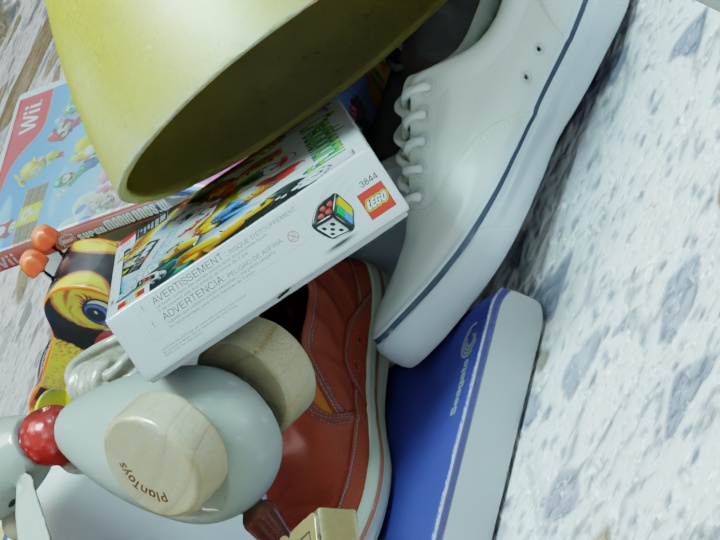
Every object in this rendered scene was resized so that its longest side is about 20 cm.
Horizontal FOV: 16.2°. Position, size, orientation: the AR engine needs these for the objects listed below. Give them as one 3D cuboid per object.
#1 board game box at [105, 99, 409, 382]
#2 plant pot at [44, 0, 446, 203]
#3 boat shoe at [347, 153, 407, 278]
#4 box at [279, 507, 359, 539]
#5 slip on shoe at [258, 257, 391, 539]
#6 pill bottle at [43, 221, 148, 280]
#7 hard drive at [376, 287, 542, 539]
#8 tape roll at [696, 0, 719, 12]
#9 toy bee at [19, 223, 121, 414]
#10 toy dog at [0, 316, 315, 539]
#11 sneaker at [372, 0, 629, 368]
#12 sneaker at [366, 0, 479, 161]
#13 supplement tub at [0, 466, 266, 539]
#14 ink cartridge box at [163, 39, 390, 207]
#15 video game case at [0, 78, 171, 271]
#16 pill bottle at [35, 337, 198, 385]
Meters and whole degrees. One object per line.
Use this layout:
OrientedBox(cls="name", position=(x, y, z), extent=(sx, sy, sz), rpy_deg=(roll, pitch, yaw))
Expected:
OrientedBox(cls="board game box", position=(-0.047, -0.017, 1.090), extent=(0.126, 0.035, 0.200), rpy_deg=(-33, 10, 1))
OrientedBox(cls="plant pot", position=(-0.064, -0.145, 1.114), extent=(0.200, 0.142, 0.200), rpy_deg=(-35, -8, -5))
OrientedBox(cls="boat shoe", position=(0.000, 0.000, 1.226), extent=(0.200, 0.072, 0.068), rpy_deg=(-57, 14, 39))
OrientedBox(cls="box", position=(-0.032, 0.215, 0.998), extent=(0.164, 0.021, 0.200), rpy_deg=(132, 138, -54))
OrientedBox(cls="slip on shoe", position=(-0.024, 0.071, 1.111), extent=(0.074, 0.061, 0.200), rpy_deg=(-48, 29, 43))
OrientedBox(cls="pill bottle", position=(-0.120, -0.078, 1.556), extent=(0.200, 0.113, 0.113), rpy_deg=(-58, 11, -26))
OrientedBox(cls="hard drive", position=(0.012, 0.099, 1.119), extent=(0.200, 0.025, 0.132), rpy_deg=(-39, 31, 59))
OrientedBox(cls="tape roll", position=(0.180, -0.187, 0.953), extent=(0.203, 0.037, 0.203), rpy_deg=(-56, 19, 31))
OrientedBox(cls="toy bee", position=(-0.127, 0.021, 1.276), extent=(0.200, 0.109, 0.131), rpy_deg=(-55, 12, 25))
OrientedBox(cls="toy dog", position=(-0.091, 0.091, 1.073), extent=(0.132, 0.096, 0.200), rpy_deg=(-32, 11, -25))
OrientedBox(cls="sneaker", position=(0.044, -0.056, 1.114), extent=(0.200, 0.071, 0.073), rpy_deg=(-63, 10, -12))
OrientedBox(cls="sneaker", position=(0.037, -0.138, 1.263), extent=(0.200, 0.082, 0.077), rpy_deg=(-63, 16, 15))
OrientedBox(cls="supplement tub", position=(-0.131, 0.172, 1.264), extent=(0.200, 0.145, 0.145), rpy_deg=(-40, 30, 58))
OrientedBox(cls="ink cartridge box", position=(-0.034, -0.114, 1.287), extent=(0.136, 0.076, 0.200), rpy_deg=(43, -126, -69))
OrientedBox(cls="video game case", position=(-0.126, -0.078, 1.452), extent=(0.200, 0.017, 0.143), rpy_deg=(-18, 41, 25))
OrientedBox(cls="pill bottle", position=(-0.103, 0.038, 1.422), extent=(0.200, 0.109, 0.109), rpy_deg=(-44, 27, 53))
